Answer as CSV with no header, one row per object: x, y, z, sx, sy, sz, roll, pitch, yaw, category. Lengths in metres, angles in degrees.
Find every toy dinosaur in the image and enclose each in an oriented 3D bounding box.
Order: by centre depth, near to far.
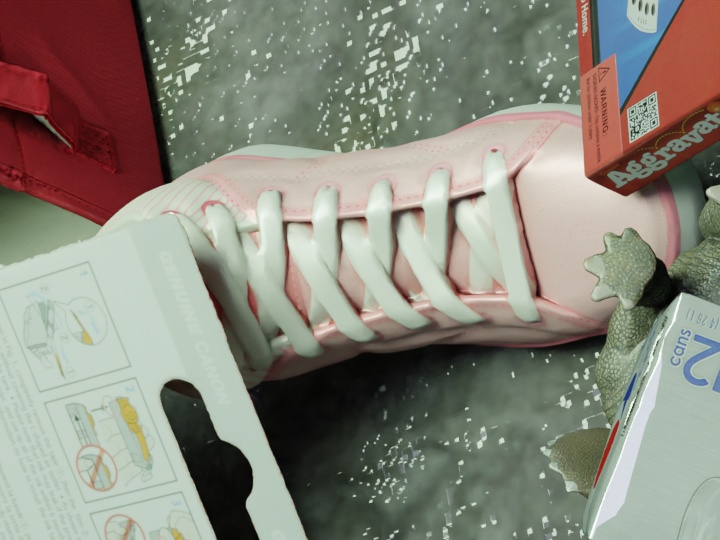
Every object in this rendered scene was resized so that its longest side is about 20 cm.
0.111,0.007,0.662,0.077,0.102,0.200,36,82,12,toy dinosaur

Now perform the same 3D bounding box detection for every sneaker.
0.000,0.000,0.717,0.200,0.105,0.076,-1,108,38,sneaker

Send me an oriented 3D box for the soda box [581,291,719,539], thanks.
0.155,0.070,0.563,0.200,0.068,0.064,21,86,5,soda box

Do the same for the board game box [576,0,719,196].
0.101,-0.129,0.679,0.103,0.019,0.200,-31,47,41,board game box

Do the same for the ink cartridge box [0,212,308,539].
-0.098,0.074,0.752,0.200,0.057,0.163,-17,99,27,ink cartridge box

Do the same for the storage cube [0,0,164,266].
-0.195,-0.067,0.840,0.200,0.171,0.180,-27,59,25,storage cube
